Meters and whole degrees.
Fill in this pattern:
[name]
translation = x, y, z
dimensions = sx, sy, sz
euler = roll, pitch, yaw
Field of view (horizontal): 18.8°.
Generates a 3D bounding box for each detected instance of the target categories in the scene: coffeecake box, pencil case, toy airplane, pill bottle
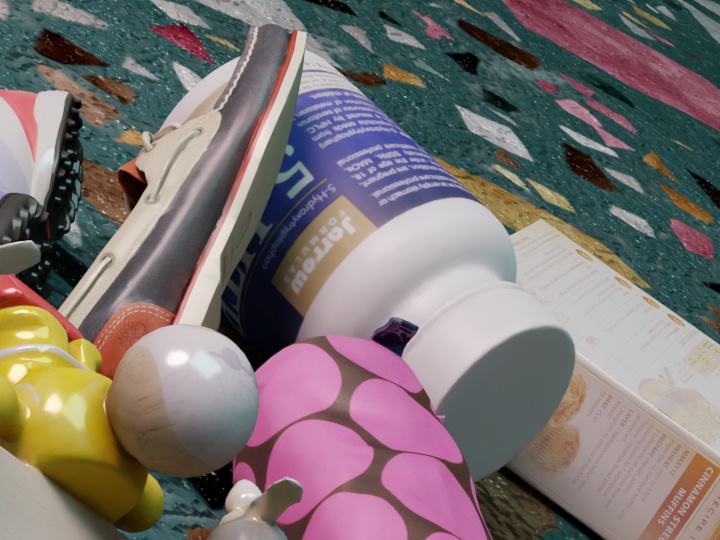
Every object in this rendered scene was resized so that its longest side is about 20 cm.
[coffeecake box]
translation = 0.132, 0.069, 1.086
dimensions = 0.199, 0.073, 0.153
euler = 36, 19, 12
[pencil case]
translation = 0.013, 0.103, 0.803
dimensions = 0.093, 0.091, 0.200
euler = 21, 24, -25
[toy airplane]
translation = -0.085, 0.075, 0.634
dimensions = 0.200, 0.141, 0.200
euler = 52, 6, 1
[pill bottle]
translation = 0.000, 0.000, 0.982
dimensions = 0.119, 0.120, 0.200
euler = 7, 30, -50

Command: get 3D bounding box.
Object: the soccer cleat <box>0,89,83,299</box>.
[soccer cleat]
translation = -0.161, -0.018, 0.891
dimensions = 0.072, 0.069, 0.200
euler = 3, 29, 0

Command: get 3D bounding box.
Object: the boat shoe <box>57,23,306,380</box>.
[boat shoe]
translation = -0.073, -0.025, 0.894
dimensions = 0.062, 0.071, 0.201
euler = 18, 61, 6
